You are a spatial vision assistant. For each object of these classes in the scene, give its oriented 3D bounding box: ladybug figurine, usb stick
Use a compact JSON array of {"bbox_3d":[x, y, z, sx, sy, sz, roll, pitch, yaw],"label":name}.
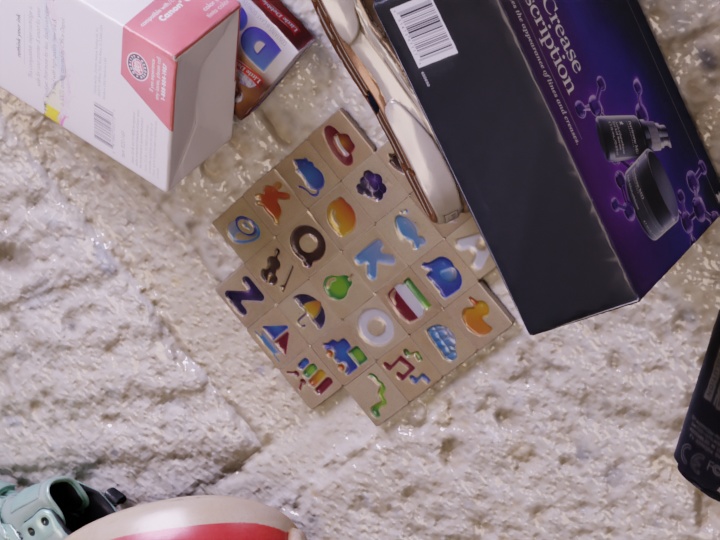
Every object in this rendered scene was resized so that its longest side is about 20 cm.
[{"bbox_3d":[-0.125,0.213,1.728,0.199,0.072,0.136,-23,132,18],"label":"ladybug figurine"},{"bbox_3d":[0.223,0.042,1.497,0.055,0.033,0.201,38,129,34],"label":"usb stick"}]

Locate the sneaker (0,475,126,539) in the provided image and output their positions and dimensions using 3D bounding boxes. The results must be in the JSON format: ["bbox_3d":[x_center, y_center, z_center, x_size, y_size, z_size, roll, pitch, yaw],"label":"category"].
[{"bbox_3d":[-0.245,0.154,1.800,0.200,0.074,0.118,32,132,1],"label":"sneaker"}]

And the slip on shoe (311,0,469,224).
[{"bbox_3d":[0.023,-0.126,1.522,0.060,0.076,0.201,-28,89,-3],"label":"slip on shoe"}]

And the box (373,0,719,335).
[{"bbox_3d":[0.107,-0.089,1.437,0.079,0.141,0.201,-19,103,33],"label":"box"}]

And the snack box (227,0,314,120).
[{"bbox_3d":[-0.117,-0.186,1.590,0.200,0.024,0.072,47,130,2],"label":"snack box"}]

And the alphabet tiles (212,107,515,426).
[{"bbox_3d":[0.000,0.000,1.627,0.167,0.006,0.200,51,127,0],"label":"alphabet tiles"}]

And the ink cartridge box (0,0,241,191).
[{"bbox_3d":[-0.170,-0.150,1.589,0.200,0.067,0.117,32,143,20],"label":"ink cartridge box"}]
